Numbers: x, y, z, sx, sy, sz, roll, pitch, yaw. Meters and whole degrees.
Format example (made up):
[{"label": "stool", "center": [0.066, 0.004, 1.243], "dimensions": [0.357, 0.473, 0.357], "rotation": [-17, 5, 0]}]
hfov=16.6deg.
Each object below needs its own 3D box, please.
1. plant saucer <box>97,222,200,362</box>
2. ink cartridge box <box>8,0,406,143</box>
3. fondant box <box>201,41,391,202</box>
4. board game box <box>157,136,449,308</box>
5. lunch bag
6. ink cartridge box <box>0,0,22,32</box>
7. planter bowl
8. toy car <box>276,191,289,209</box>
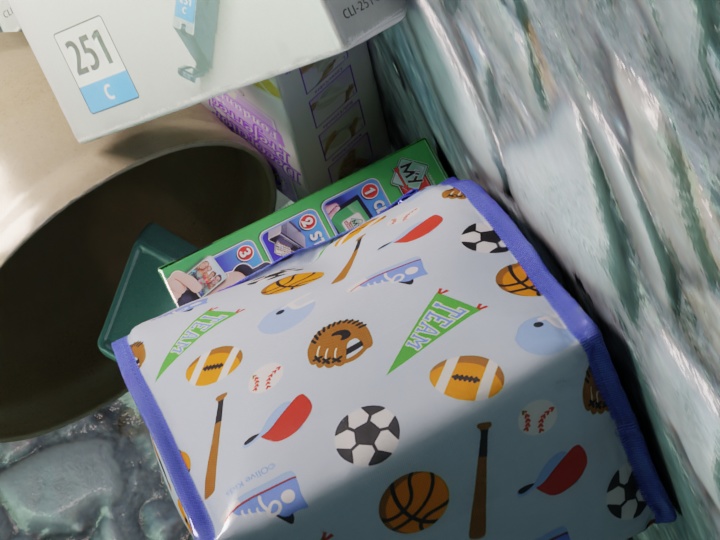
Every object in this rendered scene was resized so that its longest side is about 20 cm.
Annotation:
[{"label": "plant saucer", "center": [-0.038, 0.050, 1.114], "dimensions": [0.200, 0.070, 0.019], "rotation": [29, -166, 29]}, {"label": "ink cartridge box", "center": [-0.089, -0.157, 1.036], "dimensions": [0.200, 0.045, 0.176], "rotation": [-14, 104, 50]}, {"label": "fondant box", "center": [-0.066, -0.128, 1.174], "dimensions": [0.144, 0.058, 0.200], "rotation": [39, 165, 24]}, {"label": "board game box", "center": [0.013, 0.054, 1.051], "dimensions": [0.029, 0.134, 0.200], "rotation": [70, 173, -63]}, {"label": "lunch bag", "center": [0.003, 0.053, 0.965], "dimensions": [0.200, 0.170, 0.124], "rotation": [55, 170, 55]}, {"label": "ink cartridge box", "center": [-0.165, -0.224, 1.399], "dimensions": [0.200, 0.045, 0.176], "rotation": [-18, -97, -62]}, {"label": "planter bowl", "center": [-0.160, -0.033, 1.216], "dimensions": [0.135, 0.200, 0.200], "rotation": [49, 169, 23]}, {"label": "toy car", "center": [-0.123, -0.129, 1.606], "dimensions": [0.150, 0.175, 0.200], "rotation": [-70, -32, -44]}]
